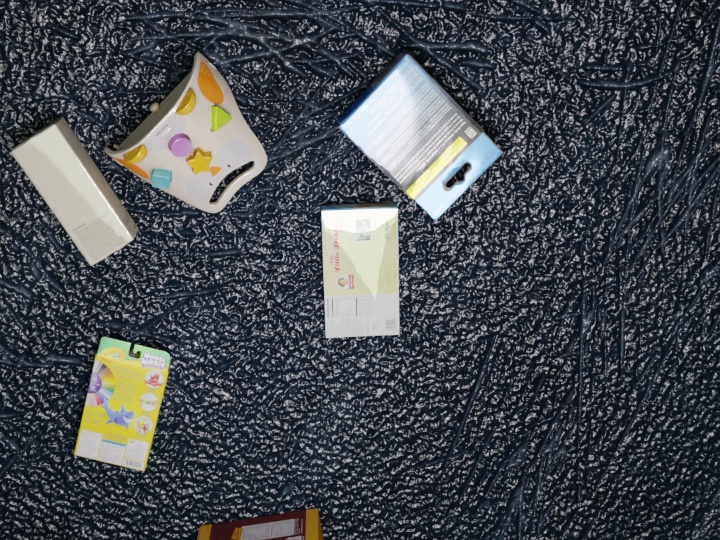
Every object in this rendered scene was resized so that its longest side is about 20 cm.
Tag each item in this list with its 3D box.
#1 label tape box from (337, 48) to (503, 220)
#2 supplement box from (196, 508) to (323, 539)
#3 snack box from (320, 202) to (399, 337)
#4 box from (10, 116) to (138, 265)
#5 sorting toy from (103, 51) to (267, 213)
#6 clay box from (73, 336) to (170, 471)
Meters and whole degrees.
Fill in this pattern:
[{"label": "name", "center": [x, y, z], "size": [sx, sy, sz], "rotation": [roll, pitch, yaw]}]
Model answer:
[{"label": "label tape box", "center": [0.085, -0.195, 1.675], "size": [0.200, 0.063, 0.144], "rotation": [43, 100, -14]}, {"label": "supplement box", "center": [-0.153, 0.491, 1.809], "size": [0.198, 0.197, 0.134], "rotation": [-9, 108, 1]}, {"label": "snack box", "center": [0.000, 0.000, 1.746], "size": [0.115, 0.037, 0.202], "rotation": [-2, 108, -3]}, {"label": "box", "center": [-0.410, -0.114, 1.674], "size": [0.082, 0.068, 0.201], "rotation": [-29, 106, 6]}, {"label": "sorting toy", "center": [-0.232, -0.171, 1.664], "size": [0.200, 0.107, 0.180], "rotation": [-43, 124, 10]}, {"label": "clay box", "center": [-0.363, 0.199, 1.785], "size": [0.114, 0.048, 0.202], "rotation": [14, 105, -7]}]
